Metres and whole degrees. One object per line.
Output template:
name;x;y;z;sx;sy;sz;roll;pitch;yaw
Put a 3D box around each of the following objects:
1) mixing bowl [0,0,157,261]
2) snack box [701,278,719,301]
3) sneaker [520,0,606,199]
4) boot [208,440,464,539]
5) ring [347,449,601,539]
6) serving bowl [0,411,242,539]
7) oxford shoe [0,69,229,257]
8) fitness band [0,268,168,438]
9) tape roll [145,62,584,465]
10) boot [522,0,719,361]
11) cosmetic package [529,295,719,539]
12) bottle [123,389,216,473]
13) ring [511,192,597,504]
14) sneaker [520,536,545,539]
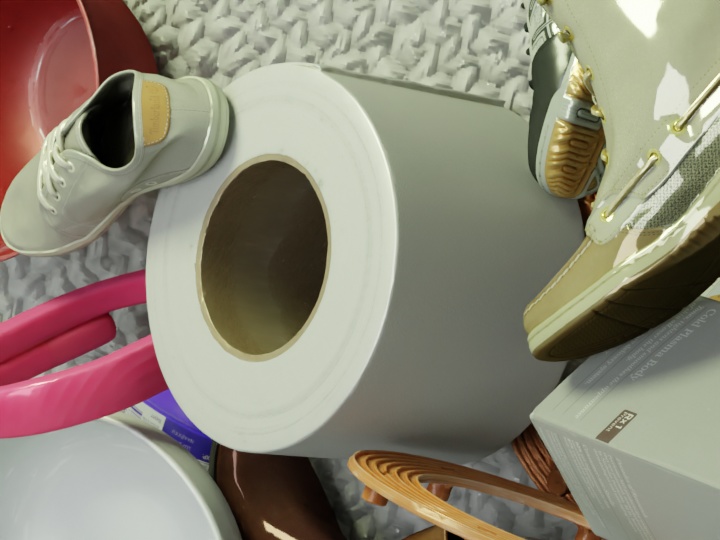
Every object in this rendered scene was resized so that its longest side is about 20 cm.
mixing bowl;-0.193;-0.104;1.571;0.200;0.108;0.201;1;92;38
snack box;0.211;0.021;1.287;0.200;0.024;0.072;44;98;18
sneaker;0.112;-0.137;1.357;0.087;0.076;0.201;12;87;38
boot;-0.004;0.154;1.415;0.200;0.068;0.189;-23;78;62
ring;0.087;0.130;1.274;0.200;0.200;0.019;24;96;34
serving bowl;-0.142;0.170;1.492;0.199;0.066;0.201;6;102;28
oxford shoe;-0.147;-0.060;1.416;0.200;0.058;0.076;-24;65;49
fitness band;-0.145;0.042;1.488;0.143;0.200;0.038;1;112;46
tape roll;0.000;0.000;1.382;0.202;0.139;0.204;-9;79;48
boot;0.123;-0.068;1.229;0.200;0.072;0.155;-45;64;26
cosmetic package;0.183;0.086;1.200;0.200;0.107;0.090;13;138;58
bottle;-0.118;0.149;1.552;0.083;0.065;0.201;28;109;27
ring;0.148;0.046;1.362;0.200;0.019;0.201;3;95;38
sneaker;0.154;0.186;1.334;0.200;0.076;0.081;32;122;22
